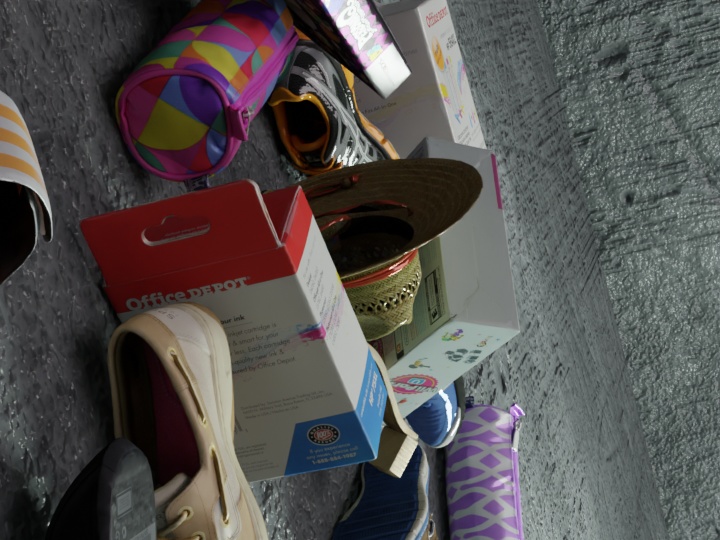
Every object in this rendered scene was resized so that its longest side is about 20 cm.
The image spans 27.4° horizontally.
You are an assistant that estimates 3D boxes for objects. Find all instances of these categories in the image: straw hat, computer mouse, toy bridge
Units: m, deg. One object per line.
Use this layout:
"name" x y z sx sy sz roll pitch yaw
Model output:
"straw hat" 0.000 0.000 0.998 0.201 0.200 0.086 -69 145 -62
"computer mouse" -0.132 0.186 0.684 0.140 0.046 0.202 -38 126 -77
"toy bridge" -0.016 0.080 1.050 0.200 0.027 0.068 40 73 -43

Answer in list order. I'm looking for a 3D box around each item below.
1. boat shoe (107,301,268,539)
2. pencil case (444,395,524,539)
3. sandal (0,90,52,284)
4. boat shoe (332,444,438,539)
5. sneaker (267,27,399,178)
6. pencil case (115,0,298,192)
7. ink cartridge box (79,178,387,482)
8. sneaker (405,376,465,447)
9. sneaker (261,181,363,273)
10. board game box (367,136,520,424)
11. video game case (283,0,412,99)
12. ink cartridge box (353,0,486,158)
"boat shoe" -0.102 0.119 0.802 0.069 0.073 0.202 -4 81 -60
"pencil case" 0.127 0.227 1.439 0.084 0.085 0.201 51 31 -52
"sandal" -0.170 -0.018 0.677 0.079 0.059 0.208 39 41 -65
"boat shoe" 0.030 0.207 1.151 0.200 0.072 0.073 -60 136 -67
"sneaker" -0.027 -0.101 1.215 0.201 0.078 0.077 61 36 -34
"pencil case" -0.094 -0.127 0.974 0.200 0.088 0.089 -74 147 -61
"ink cartridge box" -0.071 0.027 0.873 0.067 0.115 0.201 -76 149 -56
"sneaker" 0.035 0.072 1.306 0.077 0.075 0.201 -40 118 -47
"sneaker" -0.018 0.031 1.091 0.070 0.089 0.202 -4 82 -73
"board game box" 0.038 0.014 1.130 0.064 0.200 0.149 8 62 -25
"video game case" -0.064 -0.226 1.042 0.200 0.036 0.181 43 -3 32
"ink cartridge box" 0.026 -0.157 1.322 0.129 0.124 0.201 -54 129 -69
